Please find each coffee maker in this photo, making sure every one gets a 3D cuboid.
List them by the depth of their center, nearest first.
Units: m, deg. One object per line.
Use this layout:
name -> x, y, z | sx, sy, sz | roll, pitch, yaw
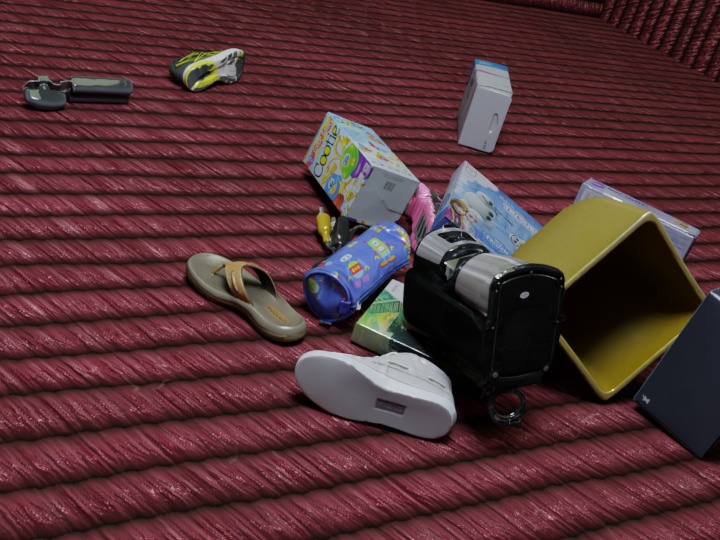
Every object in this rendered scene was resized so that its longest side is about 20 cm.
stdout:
coffee maker -> 0.138, 0.058, 1.042 | 0.134, 0.193, 0.200 | 22, 4, -29

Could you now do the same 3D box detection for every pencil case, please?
pencil case -> 0.000, 0.000, 1.186 | 0.087, 0.078, 0.200 | 36, 38, 13

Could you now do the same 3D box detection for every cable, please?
cable -> -0.033, -0.022, 1.282 | 0.097, 0.050, 0.201 | 28, 40, -15

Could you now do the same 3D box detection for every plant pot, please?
plant pot -> 0.319, 0.014, 1.174 | 0.196, 0.194, 0.200 | 48, 3, -28

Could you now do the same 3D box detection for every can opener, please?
can opener -> -0.511, -0.318, 1.521 | 0.199, 0.053, 0.067 | -10, 73, -35

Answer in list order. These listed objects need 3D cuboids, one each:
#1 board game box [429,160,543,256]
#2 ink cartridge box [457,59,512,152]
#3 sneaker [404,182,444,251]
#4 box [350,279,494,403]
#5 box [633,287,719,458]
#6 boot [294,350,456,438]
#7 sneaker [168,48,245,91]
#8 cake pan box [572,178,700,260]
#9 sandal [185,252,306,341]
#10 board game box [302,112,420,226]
board game box -> 0.216, -0.062, 1.357 | 0.200, 0.043, 0.199 | 38, 34, -9
ink cartridge box -> 0.276, -0.372, 1.887 | 0.084, 0.145, 0.200 | 14, 30, -3
sneaker -> 0.133, -0.079, 1.415 | 0.095, 0.079, 0.201 | 21, 30, -15
box -> 0.103, 0.091, 1.143 | 0.199, 0.037, 0.144 | 23, 30, 12
box -> 0.503, 0.118, 1.125 | 0.197, 0.201, 0.123 | -15, 48, -41
boot -> 0.019, 0.133, 1.012 | 0.199, 0.074, 0.096 | 23, 23, -6
sneaker -> -0.321, -0.438, 1.774 | 0.084, 0.075, 0.200 | 28, 32, 20
cake pan box -> 0.404, -0.024, 1.335 | 0.199, 0.185, 0.052 | 29, 28, 22
sandal -> -0.147, 0.023, 1.113 | 0.199, 0.054, 0.080 | 33, 34, 27
board game box -> -0.003, -0.169, 1.436 | 0.104, 0.103, 0.200 | 15, 26, -35
